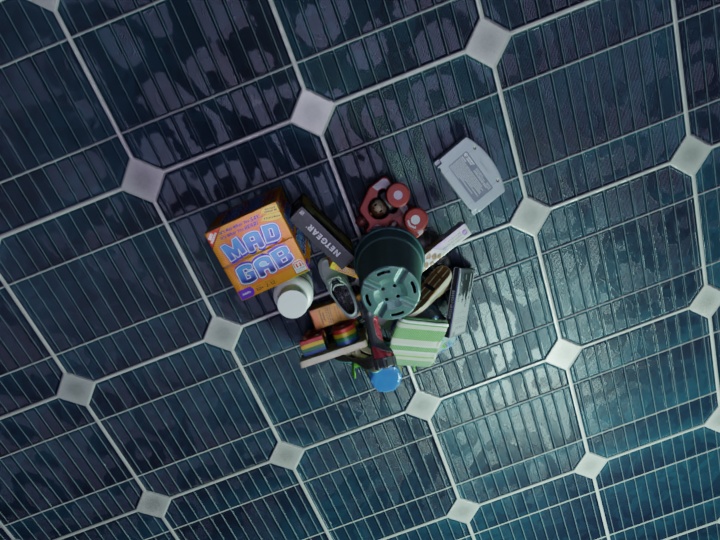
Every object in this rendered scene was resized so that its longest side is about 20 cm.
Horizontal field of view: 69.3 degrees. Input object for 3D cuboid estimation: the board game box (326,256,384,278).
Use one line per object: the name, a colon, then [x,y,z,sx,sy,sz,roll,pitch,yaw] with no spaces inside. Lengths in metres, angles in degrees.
board game box: [0.000,0.000,1.505,0.199,0.096,0.030,23,108,-18]

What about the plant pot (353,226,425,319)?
plant pot: [0.075,0.014,1.347,0.198,0.196,0.202,1,115,2]

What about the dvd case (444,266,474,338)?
dvd case: [0.291,0.091,1.527,0.025,0.150,0.202,11,94,27]

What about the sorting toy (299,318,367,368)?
sorting toy: [-0.082,0.199,1.531,0.197,0.200,0.070,-19,94,2]

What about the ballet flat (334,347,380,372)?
ballet flat: [-0.009,0.250,1.574,0.068,0.199,0.069,-25,113,-42]

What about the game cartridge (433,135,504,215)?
game cartridge: [0.314,-0.272,1.471,0.133,0.041,0.200,-37,110,12]

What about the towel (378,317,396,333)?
towel: [0.130,0.129,1.566,0.149,0.031,0.200,-39,137,16]

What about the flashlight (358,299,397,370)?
flashlight: [0.051,0.176,1.463,0.068,0.068,0.202,-18,76,29]

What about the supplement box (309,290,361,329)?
supplement box: [-0.050,0.112,1.559,0.198,0.069,0.067,-19,97,0]

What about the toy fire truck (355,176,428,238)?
toy fire truck: [0.079,-0.146,1.439,0.168,0.112,0.200,-38,100,2]

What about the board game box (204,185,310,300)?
board game box: [-0.264,-0.079,1.401,0.199,0.200,0.201,-24,110,4]

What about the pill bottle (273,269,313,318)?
pill bottle: [-0.187,0.054,1.458,0.110,0.200,0.112,-2,111,-4]

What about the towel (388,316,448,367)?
towel: [0.157,0.206,1.489,0.151,0.024,0.201,5,134,-7]

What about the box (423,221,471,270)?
box: [0.218,-0.060,1.460,0.200,0.041,0.039,-38,108,4]

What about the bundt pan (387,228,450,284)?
bundt pan: [0.175,-0.016,1.533,0.200,0.076,0.204,-2,111,-5]

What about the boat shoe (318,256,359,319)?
boat shoe: [-0.061,0.045,1.496,0.070,0.072,0.202,-30,80,-2]

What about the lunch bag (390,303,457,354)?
lunch bag: [0.190,0.189,1.572,0.160,0.083,0.200,-35,138,10]

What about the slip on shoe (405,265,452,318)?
slip on shoe: [0.183,0.071,1.473,0.200,0.076,0.061,-45,142,-13]

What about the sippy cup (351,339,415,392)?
sippy cup: [0.072,0.303,1.613,0.177,0.130,0.140,-39,110,9]

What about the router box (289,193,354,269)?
router box: [-0.105,-0.109,1.428,0.052,0.157,0.200,-42,109,11]
